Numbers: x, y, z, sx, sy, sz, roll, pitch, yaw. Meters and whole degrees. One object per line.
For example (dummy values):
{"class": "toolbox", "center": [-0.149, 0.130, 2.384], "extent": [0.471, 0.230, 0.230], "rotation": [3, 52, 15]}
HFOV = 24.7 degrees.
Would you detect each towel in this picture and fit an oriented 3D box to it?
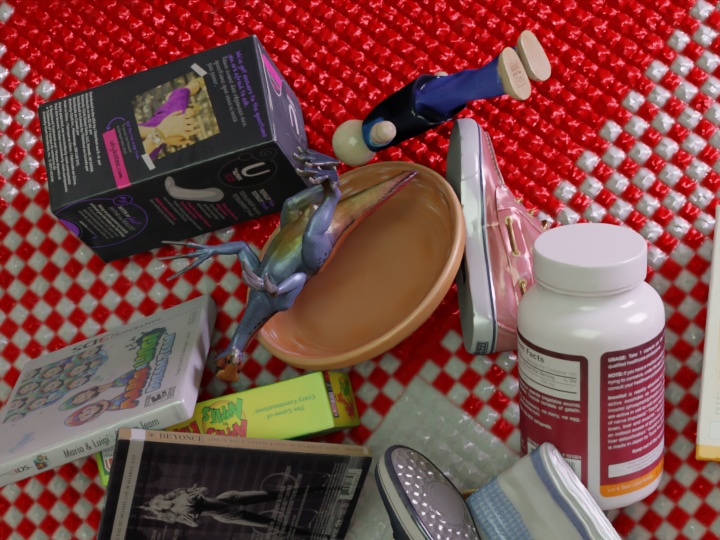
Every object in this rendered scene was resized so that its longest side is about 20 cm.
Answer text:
{"class": "towel", "center": [0.116, 0.239, 1.260], "extent": [0.200, 0.024, 0.147], "rotation": [-42, 75, 32]}

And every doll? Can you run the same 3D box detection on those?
{"class": "doll", "center": [0.052, -0.133, 1.343], "extent": [0.199, 0.136, 0.049], "rotation": [-20, 105, 38]}

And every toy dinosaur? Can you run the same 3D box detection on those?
{"class": "toy dinosaur", "center": [-0.052, 0.004, 1.297], "extent": [0.199, 0.105, 0.182], "rotation": [7, 110, -22]}

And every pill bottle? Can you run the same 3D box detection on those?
{"class": "pill bottle", "center": [0.176, 0.072, 1.259], "extent": [0.112, 0.113, 0.201], "rotation": [2, 114, 13]}

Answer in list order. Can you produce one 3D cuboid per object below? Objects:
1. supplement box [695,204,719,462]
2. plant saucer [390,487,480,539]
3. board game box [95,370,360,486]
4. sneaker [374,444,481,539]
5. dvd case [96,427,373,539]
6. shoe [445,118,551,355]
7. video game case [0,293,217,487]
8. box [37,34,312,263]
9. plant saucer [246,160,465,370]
{"class": "supplement box", "center": [0.332, 0.055, 1.285], "extent": [0.125, 0.074, 0.201], "rotation": [6, 85, 14]}
{"class": "plant saucer", "center": [0.108, 0.276, 1.329], "extent": [0.199, 0.035, 0.201], "rotation": [-1, 84, 13]}
{"class": "board game box", "center": [-0.109, 0.131, 1.361], "extent": [0.199, 0.102, 0.048], "rotation": [-16, 83, 10]}
{"class": "sneaker", "center": [0.036, 0.249, 1.260], "extent": [0.146, 0.077, 0.203], "rotation": [-38, 75, 31]}
{"class": "dvd case", "center": [-0.103, 0.184, 1.307], "extent": [0.199, 0.149, 0.016], "rotation": [5, 43, -13]}
{"class": "shoe", "center": [0.124, -0.029, 1.350], "extent": [0.090, 0.072, 0.201], "rotation": [-2, 72, -8]}
{"class": "video game case", "center": [-0.212, 0.096, 1.349], "extent": [0.181, 0.200, 0.024], "rotation": [-20, 111, 10]}
{"class": "box", "center": [-0.152, -0.099, 1.379], "extent": [0.199, 0.122, 0.107], "rotation": [-16, 65, 10]}
{"class": "plant saucer", "center": [0.000, 0.000, 1.343], "extent": [0.199, 0.037, 0.201], "rotation": [-20, 46, 22]}
